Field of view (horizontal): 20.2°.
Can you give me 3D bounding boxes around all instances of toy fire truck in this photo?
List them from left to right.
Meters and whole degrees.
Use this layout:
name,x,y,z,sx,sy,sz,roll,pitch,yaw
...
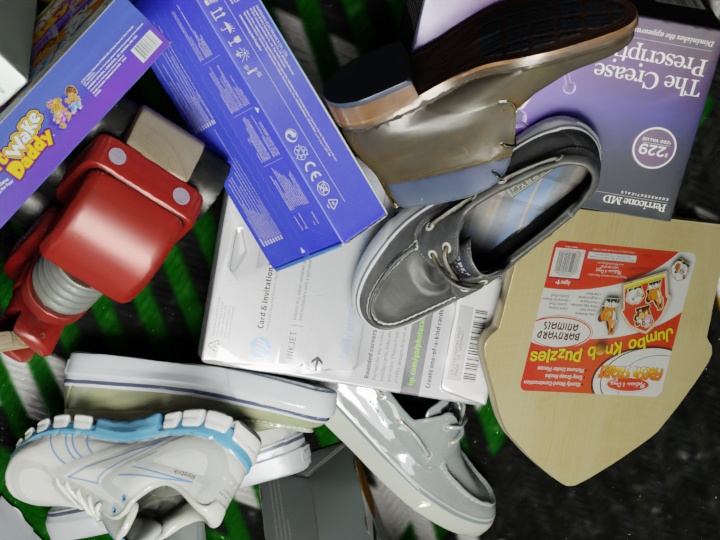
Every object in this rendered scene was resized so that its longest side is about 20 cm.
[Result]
name,x,y,z,sx,sy,sz,roll,pitch,yaw
toy fire truck,-0.198,-0.001,1.278,0.129,0.200,0.176,33,144,-16

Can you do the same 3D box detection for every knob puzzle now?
name,x,y,z,sx,sy,sz,roll,pitch,yaw
knob puzzle,0.161,0.053,1.417,0.219,0.030,0.220,-11,112,-27

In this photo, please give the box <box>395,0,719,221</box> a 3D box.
name,x,y,z,sx,sy,sz,roll,pitch,yaw
box,0.122,-0.123,1.339,0.200,0.079,0.141,8,117,-9

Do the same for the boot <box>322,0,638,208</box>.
name,x,y,z,sx,sy,sz,roll,pitch,yaw
boot,0.085,-0.106,1.270,0.200,0.075,0.097,-14,126,13

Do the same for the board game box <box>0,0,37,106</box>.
name,x,y,z,sx,sy,sz,roll,pitch,yaw
board game box,-0.296,-0.102,1.273,0.200,0.148,0.064,-42,113,14

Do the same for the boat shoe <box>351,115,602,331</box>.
name,x,y,z,sx,sy,sz,roll,pitch,yaw
boat shoe,0.076,-0.019,1.308,0.200,0.066,0.070,-35,114,15

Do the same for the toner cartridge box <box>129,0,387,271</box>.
name,x,y,z,sx,sy,sz,roll,pitch,yaw
toner cartridge box,-0.070,-0.102,1.290,0.043,0.095,0.200,-35,98,-30

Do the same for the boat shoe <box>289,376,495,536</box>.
name,x,y,z,sx,sy,sz,roll,pitch,yaw
boat shoe,0.038,0.111,1.447,0.071,0.070,0.201,-40,109,20

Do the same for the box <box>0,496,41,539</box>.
name,x,y,z,sx,sy,sz,roll,pitch,yaw
box,-0.284,0.240,1.424,0.097,0.177,0.200,-35,114,12

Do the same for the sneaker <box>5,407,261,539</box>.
name,x,y,z,sx,sy,sz,roll,pitch,yaw
sneaker,-0.166,0.147,1.361,0.200,0.087,0.075,-10,136,31

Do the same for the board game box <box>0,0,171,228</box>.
name,x,y,z,sx,sy,sz,roll,pitch,yaw
board game box,-0.217,-0.088,1.256,0.045,0.134,0.200,44,82,-23

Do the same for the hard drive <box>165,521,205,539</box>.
name,x,y,z,sx,sy,sz,roll,pitch,yaw
hard drive,-0.140,0.279,1.442,0.026,0.200,0.132,17,113,-14

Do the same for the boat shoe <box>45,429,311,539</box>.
name,x,y,z,sx,sy,sz,roll,pitch,yaw
boat shoe,-0.136,0.137,1.456,0.200,0.074,0.067,-18,91,2

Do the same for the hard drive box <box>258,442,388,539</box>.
name,x,y,z,sx,sy,sz,roll,pitch,yaw
hard drive box,-0.006,0.251,1.465,0.077,0.156,0.200,-17,117,2

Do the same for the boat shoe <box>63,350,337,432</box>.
name,x,y,z,sx,sy,sz,roll,pitch,yaw
boat shoe,-0.112,0.096,1.401,0.200,0.072,0.062,5,87,19

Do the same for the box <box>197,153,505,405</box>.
name,x,y,z,sx,sy,sz,roll,pitch,yaw
box,0.000,0.000,1.379,0.200,0.041,0.156,9,93,-10
